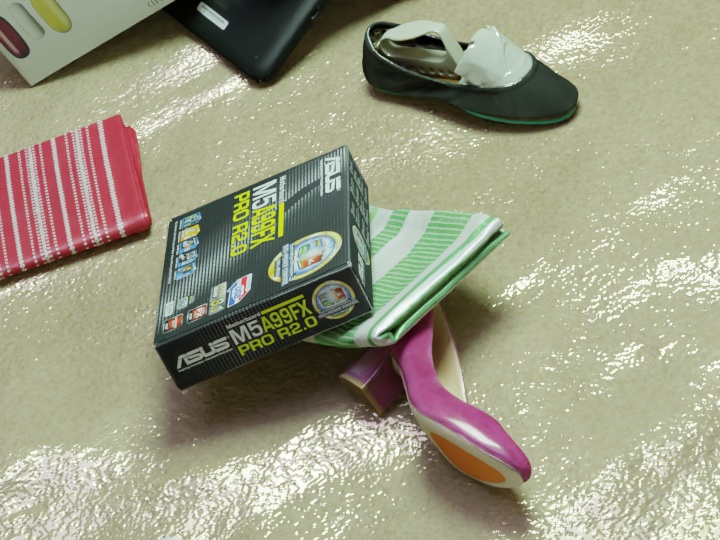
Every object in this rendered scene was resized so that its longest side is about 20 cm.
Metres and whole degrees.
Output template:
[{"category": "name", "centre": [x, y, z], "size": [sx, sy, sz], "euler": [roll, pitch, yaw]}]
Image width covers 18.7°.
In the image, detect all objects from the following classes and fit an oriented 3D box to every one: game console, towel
[{"category": "game console", "centre": [-0.062, -0.259, 1.983], "size": [0.176, 0.116, 0.200], "euler": [-55, 46, 4]}, {"category": "towel", "centre": [-0.275, -0.051, 1.832], "size": [0.199, 0.023, 0.145], "euler": [-19, 44, 1]}, {"category": "towel", "centre": [0.000, 0.000, 1.638], "size": [0.152, 0.023, 0.199], "euler": [-43, 30, -26]}]

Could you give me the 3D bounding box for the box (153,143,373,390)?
[{"category": "box", "centre": [-0.071, -0.006, 1.643], "size": [0.159, 0.044, 0.200], "euler": [-23, 27, 12]}]

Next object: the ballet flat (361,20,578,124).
[{"category": "ballet flat", "centre": [0.083, -0.167, 1.797], "size": [0.199, 0.069, 0.068], "euler": [11, 49, 28]}]

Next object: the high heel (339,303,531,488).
[{"category": "high heel", "centre": [0.074, 0.082, 1.537], "size": [0.096, 0.067, 0.200], "euler": [-45, 34, -13]}]

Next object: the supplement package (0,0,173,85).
[{"category": "supplement package", "centre": [-0.252, -0.293, 1.977], "size": [0.199, 0.111, 0.156], "euler": [-29, 39, 15]}]

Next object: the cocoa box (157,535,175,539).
[{"category": "cocoa box", "centre": [-0.079, 0.282, 1.324], "size": [0.199, 0.132, 0.133], "euler": [23, 55, 36]}]
